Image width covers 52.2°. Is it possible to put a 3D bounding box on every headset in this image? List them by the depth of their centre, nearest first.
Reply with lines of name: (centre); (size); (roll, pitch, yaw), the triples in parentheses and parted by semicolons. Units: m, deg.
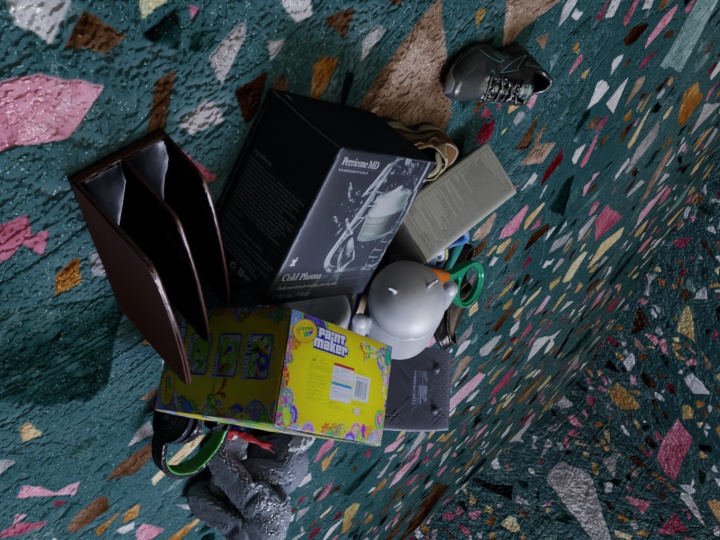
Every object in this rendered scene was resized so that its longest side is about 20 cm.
headset: (-0.213, 0.197, 0.996); (0.122, 0.093, 0.204); (-14, 122, -50)

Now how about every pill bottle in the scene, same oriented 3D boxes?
pill bottle: (-0.078, 0.116, 1.087); (0.105, 0.106, 0.202); (-29, 149, -33)

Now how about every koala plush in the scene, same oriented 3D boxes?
koala plush: (-0.154, 0.345, 1.233); (0.199, 0.182, 0.179); (-31, 153, -54)

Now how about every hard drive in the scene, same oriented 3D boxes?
hard drive: (0.048, 0.185, 1.179); (0.195, 0.138, 0.042); (7, 167, -14)

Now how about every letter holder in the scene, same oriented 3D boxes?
letter holder: (-0.180, -0.003, 0.718); (0.100, 0.142, 0.202); (-34, 151, -25)

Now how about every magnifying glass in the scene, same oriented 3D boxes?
magnifying glass: (0.148, 0.016, 1.199); (0.198, 0.022, 0.081); (11, 98, -55)

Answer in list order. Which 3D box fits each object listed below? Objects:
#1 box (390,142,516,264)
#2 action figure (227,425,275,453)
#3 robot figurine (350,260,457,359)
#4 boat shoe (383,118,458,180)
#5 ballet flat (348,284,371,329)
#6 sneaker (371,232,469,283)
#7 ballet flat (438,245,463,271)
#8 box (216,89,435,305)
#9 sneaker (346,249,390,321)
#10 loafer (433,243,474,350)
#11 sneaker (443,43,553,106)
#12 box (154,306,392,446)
box: (0.130, -0.097, 1.112); (0.198, 0.096, 0.078); (-35, -174, -23)
action figure: (-0.152, 0.191, 1.083); (0.066, 0.097, 0.202); (-82, -168, -52)
robot figurine: (0.063, 0.059, 1.081); (0.167, 0.115, 0.201); (-22, 160, -14)
boat shoe: (0.080, -0.152, 1.004); (0.198, 0.074, 0.076); (-9, 135, -53)
ballet flat: (-0.012, 0.096, 1.236); (0.062, 0.069, 0.202); (-7, 137, -14)
sneaker: (0.092, -0.036, 1.175); (0.199, 0.082, 0.075); (-36, 154, -22)
ballet flat: (0.112, 0.012, 1.235); (0.075, 0.073, 0.202); (88, 27, -56)
box: (-0.045, -0.080, 0.852); (0.198, 0.124, 0.199); (-6, 130, -55)
sneaker: (0.000, 0.000, 1.094); (0.099, 0.069, 0.203); (-28, 148, -40)
loafer: (0.166, 0.039, 1.295); (0.073, 0.070, 0.205); (29, 64, -68)
sneaker: (0.195, -0.268, 1.021); (0.198, 0.079, 0.076); (-24, 146, -38)
box: (-0.097, 0.127, 0.868); (0.199, 0.189, 0.125); (27, 67, -51)
